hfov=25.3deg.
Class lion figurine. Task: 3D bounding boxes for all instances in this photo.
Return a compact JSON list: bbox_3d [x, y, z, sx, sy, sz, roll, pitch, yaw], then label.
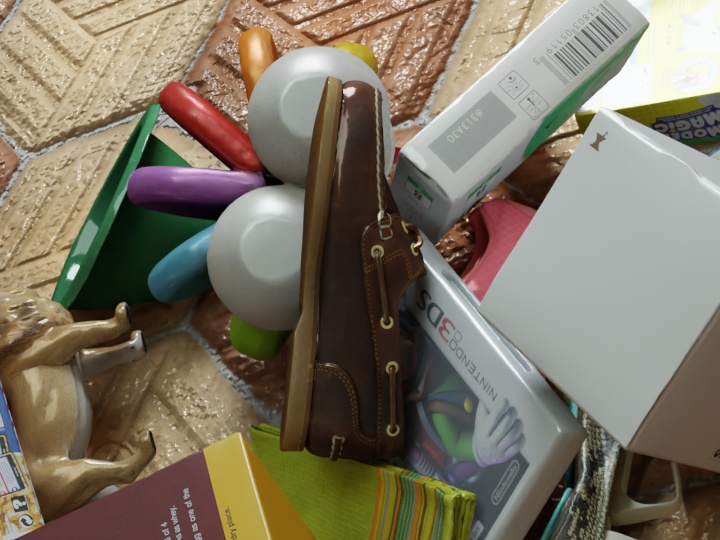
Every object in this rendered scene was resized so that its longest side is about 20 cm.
[{"bbox_3d":[-0.188,0.093,0.989,0.122,0.073,0.201,-15,63,1],"label":"lion figurine"}]

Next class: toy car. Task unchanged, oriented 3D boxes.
[{"bbox_3d":[-0.065,-0.051,0.972,0.149,0.175,0.201,15,85,3],"label":"toy car"}]

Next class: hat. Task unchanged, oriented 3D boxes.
[{"bbox_3d":[-0.098,-0.008,1.098,0.200,0.176,0.166,-51,19,44],"label":"hat"}]

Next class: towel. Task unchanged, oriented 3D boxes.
[{"bbox_3d":[-0.012,0.140,0.861,0.200,0.018,0.086,10,86,55],"label":"towel"}]

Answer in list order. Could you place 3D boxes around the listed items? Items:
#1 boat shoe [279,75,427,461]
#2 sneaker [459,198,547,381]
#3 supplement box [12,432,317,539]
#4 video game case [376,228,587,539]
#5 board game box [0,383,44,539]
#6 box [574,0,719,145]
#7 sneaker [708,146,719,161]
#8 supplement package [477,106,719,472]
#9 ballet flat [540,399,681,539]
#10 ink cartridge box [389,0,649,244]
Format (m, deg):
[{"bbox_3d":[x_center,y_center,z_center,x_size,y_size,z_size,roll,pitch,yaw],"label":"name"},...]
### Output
[{"bbox_3d":[0.000,0.000,0.846,0.070,0.070,0.201,5,90,-3],"label":"boat shoe"},{"bbox_3d":[0.062,0.051,0.896,0.201,0.087,0.074,-66,12,-18],"label":"sneaker"},{"bbox_3d":[-0.097,0.219,0.720,0.199,0.133,0.198,-26,44,3],"label":"supplement box"},{"bbox_3d":[0.021,0.106,0.863,0.182,0.023,0.200,53,124,45],"label":"video game case"},{"bbox_3d":[-0.282,0.135,0.886,0.199,0.046,0.152,-7,64,-33],"label":"board game box"},{"bbox_3d":[0.240,-0.141,1.014,0.199,0.048,0.118,-9,50,25],"label":"box"},{"bbox_3d":[0.213,-0.023,0.923,0.199,0.077,0.086,-11,59,29],"label":"sneaker"},{"bbox_3d":[0.180,0.022,0.782,0.121,0.200,0.120,45,110,44],"label":"supplement package"},{"bbox_3d":[0.131,0.123,0.847,0.075,0.068,0.201,13,57,11],"label":"ballet flat"},{"bbox_3d":[0.083,-0.073,0.966,0.161,0.200,0.050,-43,79,-15],"label":"ink cartridge box"}]
